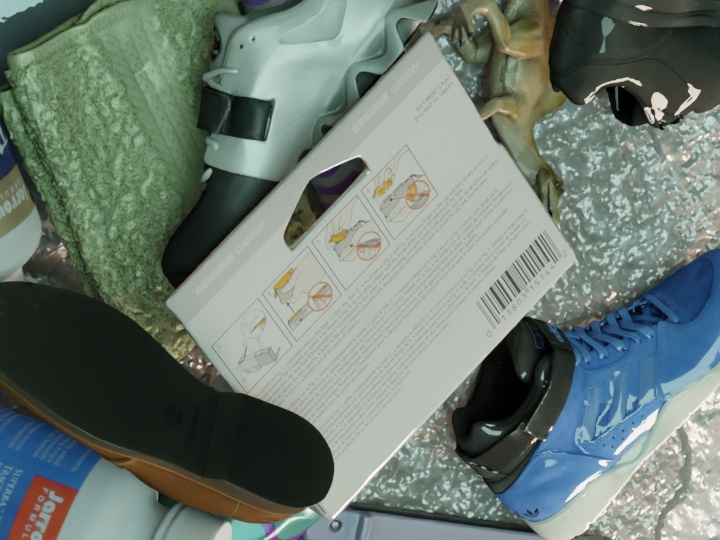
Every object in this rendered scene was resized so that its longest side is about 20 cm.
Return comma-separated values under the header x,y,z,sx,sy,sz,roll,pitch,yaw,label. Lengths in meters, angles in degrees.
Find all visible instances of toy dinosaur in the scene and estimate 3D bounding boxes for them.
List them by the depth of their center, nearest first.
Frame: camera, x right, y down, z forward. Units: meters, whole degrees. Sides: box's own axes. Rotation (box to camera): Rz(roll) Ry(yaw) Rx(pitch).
x,y,z,sx,sy,sz,roll,pitch,yaw,label
0.084,-0.127,1.478,0.101,0.058,0.202,0,99,-35,toy dinosaur

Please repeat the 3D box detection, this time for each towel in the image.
x,y,z,sx,sy,sz,roll,pitch,yaw,label
-0.101,-0.055,1.385,0.148,0.036,0.201,-35,120,-26,towel

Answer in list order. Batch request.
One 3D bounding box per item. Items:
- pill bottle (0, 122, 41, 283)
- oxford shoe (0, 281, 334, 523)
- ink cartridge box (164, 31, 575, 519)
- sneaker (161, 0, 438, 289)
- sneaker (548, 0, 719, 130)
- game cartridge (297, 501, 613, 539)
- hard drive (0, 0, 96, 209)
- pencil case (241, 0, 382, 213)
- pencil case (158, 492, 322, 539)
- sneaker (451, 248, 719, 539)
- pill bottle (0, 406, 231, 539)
x,y,z,sx,sy,sz,roll,pitch,yaw,label
-0.226,-0.043,1.317,0.110,0.111,0.201,-25,108,-12,pill bottle
-0.115,0.075,1.307,0.199,0.071,0.072,32,54,-15,oxford shoe
0.000,0.000,1.373,0.200,0.045,0.177,-46,126,-14,ink cartridge box
-0.054,-0.086,1.353,0.088,0.074,0.200,37,88,-11,sneaker
0.182,-0.122,1.486,0.199,0.076,0.091,8,106,-32,sneaker
0.047,0.207,1.535,0.199,0.038,0.131,9,94,-19,game cartridge
-0.178,-0.104,1.399,0.198,0.033,0.141,2,100,-19,hard drive
-0.006,-0.111,1.429,0.085,0.083,0.201,-42,119,-47,pencil case
-0.104,0.174,1.450,0.085,0.092,0.200,41,87,16,pencil case
0.135,0.048,1.507,0.111,0.077,0.200,40,91,-27,sneaker
-0.172,0.134,1.365,0.199,0.112,0.113,18,96,9,pill bottle
